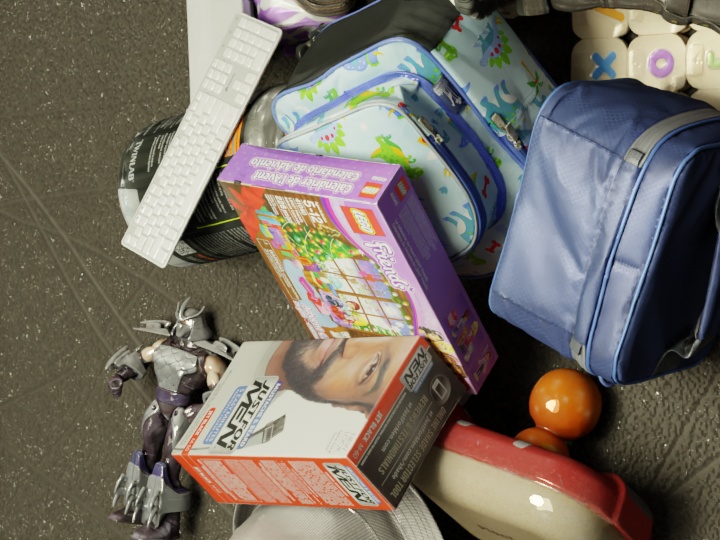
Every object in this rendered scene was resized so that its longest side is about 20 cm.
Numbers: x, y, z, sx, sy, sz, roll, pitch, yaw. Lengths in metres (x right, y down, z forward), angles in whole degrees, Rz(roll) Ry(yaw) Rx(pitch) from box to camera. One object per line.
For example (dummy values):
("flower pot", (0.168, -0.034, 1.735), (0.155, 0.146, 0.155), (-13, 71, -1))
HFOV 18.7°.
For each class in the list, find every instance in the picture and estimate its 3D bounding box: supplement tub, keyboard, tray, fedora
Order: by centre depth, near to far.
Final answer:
("fedora", (-0.038, 0.224, 1.601), (0.200, 0.090, 0.177), (-20, 95, 44))
("keyboard", (-0.120, -0.100, 1.663), (0.056, 0.011, 0.200), (28, 92, 48))
("supplement tub", (-0.084, -0.076, 1.714), (0.200, 0.122, 0.123), (-11, 82, 41))
("tray", (-0.111, -0.237, 1.765), (0.107, 0.022, 0.200), (135, 136, -54))

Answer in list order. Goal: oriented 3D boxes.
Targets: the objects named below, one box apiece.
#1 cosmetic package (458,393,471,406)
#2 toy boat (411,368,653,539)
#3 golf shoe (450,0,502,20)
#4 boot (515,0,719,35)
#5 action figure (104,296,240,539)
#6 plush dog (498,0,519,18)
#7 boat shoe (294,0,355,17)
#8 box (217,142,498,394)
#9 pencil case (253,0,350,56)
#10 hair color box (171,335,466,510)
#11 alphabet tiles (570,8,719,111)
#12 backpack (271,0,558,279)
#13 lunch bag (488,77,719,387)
("cosmetic package", (0.000, 0.112, 1.673), (0.101, 0.071, 0.200), (49, 121, 30))
("toy boat", (0.125, 0.128, 1.547), (0.200, 0.131, 0.131), (17, 71, 40))
("golf shoe", (0.061, -0.247, 1.474), (0.094, 0.078, 0.200), (3, 52, 7))
("boot", (0.195, -0.248, 1.462), (0.174, 0.069, 0.201), (3, 87, 11))
("action figure", (-0.158, 0.120, 1.817), (0.130, 0.069, 0.200), (18, 98, 45))
("plush dog", (0.067, -0.277, 1.594), (0.200, 0.160, 0.172), (18, 88, 12))
("boat shoe", (-0.044, -0.289, 1.637), (0.074, 0.073, 0.200), (-12, 85, 2))
("box", (0.000, 0.000, 1.515), (0.137, 0.200, 0.039), (9, 54, 36))
("pencil case", (-0.054, -0.275, 1.716), (0.085, 0.084, 0.201), (162, 105, -69))
("hair color box", (-0.032, 0.107, 1.558), (0.200, 0.064, 0.111), (-4, 45, 48))
("alphabet tiles", (0.227, -0.183, 1.509), (0.195, 0.015, 0.201), (0, 90, 42))
("backpack", (0.051, -0.083, 1.534), (0.183, 0.200, 0.147), (-21, 31, 49))
("lunch bag", (0.185, -0.017, 1.458), (0.132, 0.136, 0.200), (29, 117, 36))
